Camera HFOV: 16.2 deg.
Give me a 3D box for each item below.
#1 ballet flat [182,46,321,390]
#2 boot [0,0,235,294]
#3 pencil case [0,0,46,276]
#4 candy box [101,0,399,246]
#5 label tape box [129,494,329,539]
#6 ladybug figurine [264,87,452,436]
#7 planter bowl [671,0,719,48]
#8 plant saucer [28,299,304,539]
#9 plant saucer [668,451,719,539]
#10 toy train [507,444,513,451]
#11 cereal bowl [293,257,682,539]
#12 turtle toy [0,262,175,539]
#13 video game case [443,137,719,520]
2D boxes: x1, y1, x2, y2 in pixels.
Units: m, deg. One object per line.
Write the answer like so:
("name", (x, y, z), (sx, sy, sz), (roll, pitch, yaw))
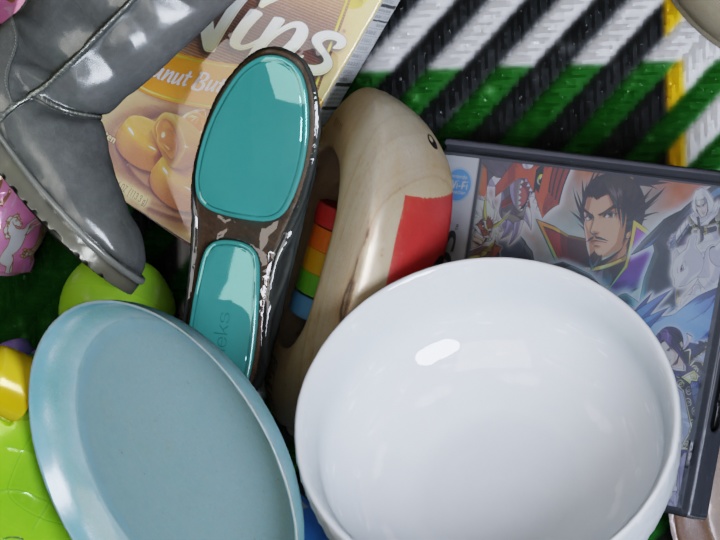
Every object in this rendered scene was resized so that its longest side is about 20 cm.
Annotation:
("ballet flat", (-0.062, -0.027, 1.395), (0.067, 0.068, 0.202), (16, 101, 11))
("boot", (-0.119, -0.114, 1.401), (0.200, 0.073, 0.182), (-41, 96, -3))
("pencil case", (-0.204, -0.098, 1.470), (0.082, 0.086, 0.201), (24, 98, 34))
("candy box", (-0.068, -0.117, 1.451), (0.115, 0.055, 0.201), (32, 100, 7))
("label tape box", (-0.075, 0.217, 1.424), (0.143, 0.066, 0.201), (36, 117, 28))
("ladybug figurine", (0.000, 0.000, 1.414), (0.071, 0.136, 0.202), (12, 105, -18))
("planter bowl", (0.241, -0.204, 1.338), (0.198, 0.135, 0.202), (1, 94, 12))
("plant saucer", (-0.099, 0.105, 1.341), (0.199, 0.027, 0.202), (23, 125, 36))
("plant saucer", (0.270, 0.125, 1.401), (0.198, 0.034, 0.202), (1, 94, 14))
("toy train", (0.091, 0.209, 1.355), (0.115, 0.084, 0.201), (25, 103, 25))
("cereal bowl", (0.068, 0.096, 1.310), (0.198, 0.084, 0.201), (-5, 53, 7))
("turtle toy", (-0.168, 0.085, 1.458), (0.145, 0.101, 0.201), (27, 100, -24))
("video game case", (0.114, 0.028, 1.382), (0.199, 0.025, 0.182), (9, 86, 37))
